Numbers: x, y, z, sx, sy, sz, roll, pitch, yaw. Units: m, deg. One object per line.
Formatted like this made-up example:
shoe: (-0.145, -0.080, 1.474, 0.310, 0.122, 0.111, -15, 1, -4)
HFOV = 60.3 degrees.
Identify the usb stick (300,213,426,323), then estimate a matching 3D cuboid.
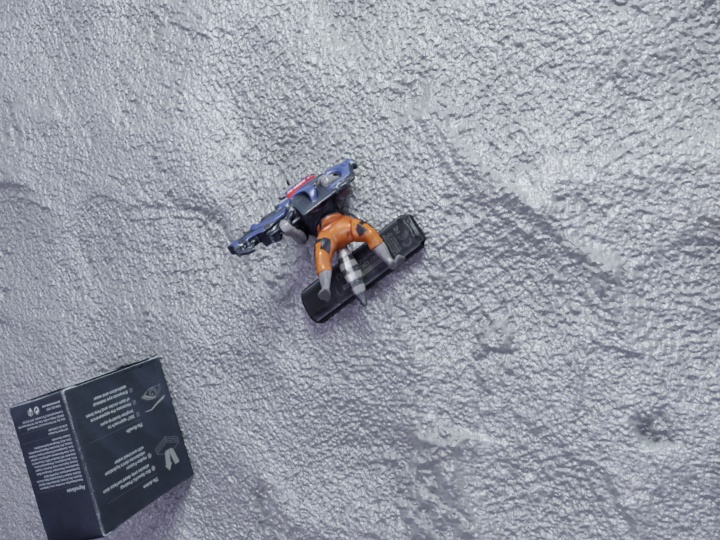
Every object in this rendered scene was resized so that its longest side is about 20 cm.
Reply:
usb stick: (0.000, 0.000, 0.833, 0.199, 0.032, 0.056, -37, 74, 20)

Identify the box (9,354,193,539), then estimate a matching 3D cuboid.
box: (-0.372, 0.255, 0.911, 0.115, 0.196, 0.204, -18, 89, 22)

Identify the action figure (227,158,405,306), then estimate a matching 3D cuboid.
action figure: (-0.063, -0.039, 0.802, 0.198, 0.105, 0.195, -30, 57, -5)
